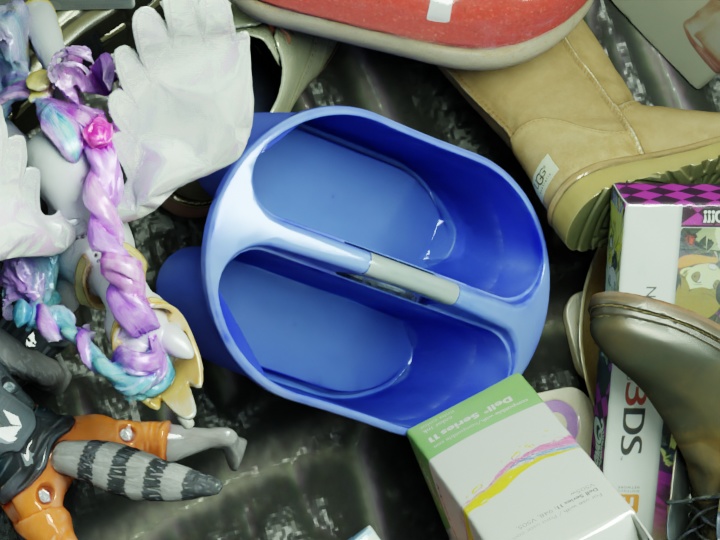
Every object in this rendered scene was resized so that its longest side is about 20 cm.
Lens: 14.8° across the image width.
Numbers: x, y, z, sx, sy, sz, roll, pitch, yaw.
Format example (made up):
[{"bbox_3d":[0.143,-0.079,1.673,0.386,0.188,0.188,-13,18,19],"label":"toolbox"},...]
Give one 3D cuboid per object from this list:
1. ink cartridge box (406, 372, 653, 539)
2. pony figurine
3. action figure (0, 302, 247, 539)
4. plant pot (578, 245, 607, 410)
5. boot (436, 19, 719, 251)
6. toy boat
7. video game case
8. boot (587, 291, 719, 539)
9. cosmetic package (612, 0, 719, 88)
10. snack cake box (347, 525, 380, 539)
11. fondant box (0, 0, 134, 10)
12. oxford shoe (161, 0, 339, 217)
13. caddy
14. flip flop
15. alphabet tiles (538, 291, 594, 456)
[{"bbox_3d":[0.094,0.145,1.277,0.067,0.200,0.118,-25,115,-6],"label":"ink cartridge box"},{"bbox_3d":[-0.128,-0.043,1.261,0.166,0.200,0.194,-23,127,-12],"label":"pony figurine"},{"bbox_3d":[-0.149,0.059,1.324,0.193,0.105,0.201,26,68,1],"label":"action figure"},{"bbox_3d":[0.204,0.041,1.450,0.199,0.027,0.201,4,75,-15],"label":"plant pot"},{"bbox_3d":[0.119,-0.107,1.431,0.175,0.066,0.200,-6,50,-37],"label":"boot"},{"bbox_3d":[0.028,-0.185,1.348,0.199,0.131,0.131,12,51,0],"label":"toy boat"},{"bbox_3d":[0.215,0.046,1.363,0.199,0.036,0.182,1,112,-6],"label":"video game case"},{"bbox_3d":[0.171,0.096,1.299,0.200,0.075,0.097,36,68,-19],"label":"boot"},{"bbox_3d":[0.213,-0.179,1.428,0.103,0.200,0.087,-43,91,-18],"label":"cosmetic package"},{"bbox_3d":[-0.041,0.231,1.334,0.200,0.067,0.115,-37,87,-20],"label":"snack cake box"},{"bbox_3d":[-0.180,-0.169,1.260,0.143,0.200,0.059,-1,79,-1],"label":"fondant box"},{"bbox_3d":[-0.043,-0.120,1.412,0.071,0.074,0.201,26,72,-8],"label":"oxford shoe"},{"bbox_3d":[0.000,0.000,1.345,0.199,0.105,0.142,19,85,-32],"label":"caddy"},{"bbox_3d":[-0.140,-0.132,1.396,0.200,0.081,0.058,-40,75,-14],"label":"flip flop"},{"bbox_3d":[0.183,0.096,1.453,0.199,0.015,0.197,-10,80,-16],"label":"alphabet tiles"}]
